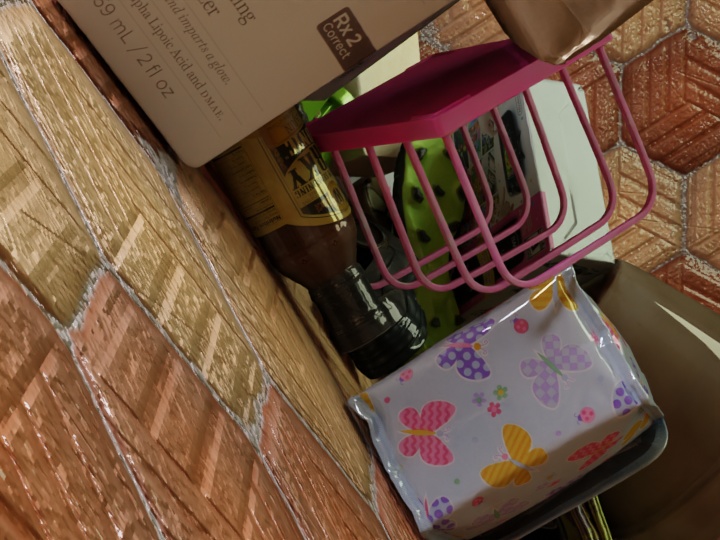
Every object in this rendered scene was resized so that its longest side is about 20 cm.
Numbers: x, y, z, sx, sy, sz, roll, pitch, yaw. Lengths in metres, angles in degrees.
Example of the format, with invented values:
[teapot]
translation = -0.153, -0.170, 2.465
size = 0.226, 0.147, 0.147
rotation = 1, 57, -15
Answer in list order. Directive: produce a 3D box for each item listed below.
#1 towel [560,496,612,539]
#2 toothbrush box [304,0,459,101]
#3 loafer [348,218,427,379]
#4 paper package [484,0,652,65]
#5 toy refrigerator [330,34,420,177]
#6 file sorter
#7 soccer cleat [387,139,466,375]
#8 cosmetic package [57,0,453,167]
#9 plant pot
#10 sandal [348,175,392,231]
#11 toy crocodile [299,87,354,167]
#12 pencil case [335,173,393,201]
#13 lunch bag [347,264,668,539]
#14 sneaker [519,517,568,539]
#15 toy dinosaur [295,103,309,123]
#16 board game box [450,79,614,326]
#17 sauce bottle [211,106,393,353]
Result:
[towel]
translation = 0.171, 0.222, 1.448
size = 0.200, 0.023, 0.145
rotation = 78, -6, -74
[toothbrush box]
translation = -0.037, -0.232, 1.308
size = 0.201, 0.145, 0.086
rotation = 60, 25, 9
[loafer]
translation = 0.000, 0.000, 1.427
size = 0.072, 0.073, 0.200
rotation = 52, 6, -22
[paper package]
translation = 0.088, -0.236, 1.172
size = 0.201, 0.103, 0.191
rotation = 57, 3, -11
[toy refrigerator]
translation = 0.003, -0.180, 1.583
size = 0.076, 0.069, 0.202
rotation = -18, -106, 56
[file sorter]
translation = 0.071, -0.063, 1.270
size = 0.199, 0.138, 0.126
rotation = -1, -64, 61
[soccer cleat]
translation = 0.041, -0.009, 1.532
size = 0.067, 0.081, 0.202
rotation = 3, 82, -37
[cosmetic package]
translation = -0.073, -0.204, 1.135
size = 0.165, 0.199, 0.166
rotation = 53, 7, -44
[plant pot]
translation = 0.214, 0.091, 1.490
size = 0.173, 0.200, 0.200
rotation = 44, 7, -7
[sandal]
translation = 0.021, 0.005, 1.670
size = 0.081, 0.054, 0.201
rotation = -94, 162, -48
[toy crocodile]
translation = -0.048, -0.138, 1.482
size = 0.061, 0.068, 0.201
rotation = 21, -36, 26
[pencil case]
translation = -0.026, -0.101, 1.699
size = 0.091, 0.083, 0.200
rotation = 60, 4, 29
[lunch bag]
translation = 0.105, 0.098, 1.291
size = 0.128, 0.169, 0.200
rotation = 60, 4, 14
[sneaker]
translation = 0.101, 0.158, 1.449
size = 0.201, 0.075, 0.085
rotation = 58, 0, -9
[toy dinosaur]
translation = -0.076, -0.128, 1.392
size = 0.103, 0.076, 0.201
rotation = 74, -5, -52
[board game box]
translation = 0.106, -0.038, 1.553
size = 0.200, 0.064, 0.149
rotation = -40, -129, 53
[sauce bottle]
translation = -0.043, -0.044, 1.266
size = 0.201, 0.064, 0.065
rotation = 60, 4, -8
